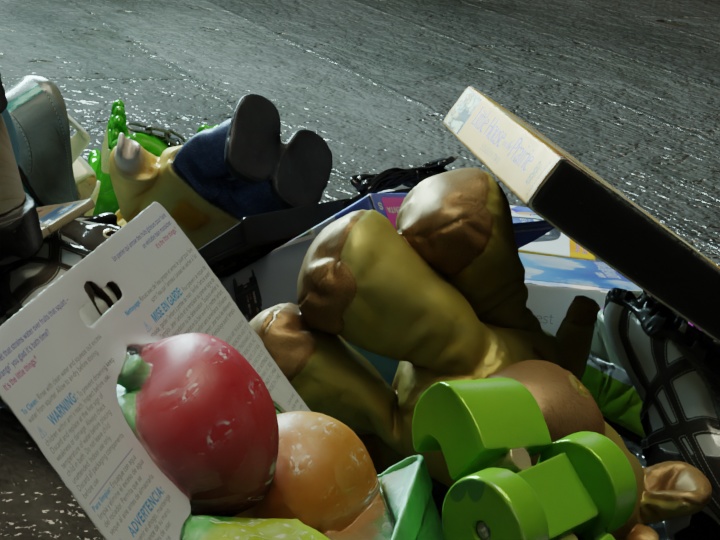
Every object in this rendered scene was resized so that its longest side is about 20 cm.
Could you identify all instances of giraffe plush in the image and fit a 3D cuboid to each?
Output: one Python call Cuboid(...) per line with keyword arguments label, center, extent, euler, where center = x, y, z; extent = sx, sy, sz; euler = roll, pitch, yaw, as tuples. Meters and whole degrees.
Cuboid(label="giraffe plush", center=(0.059, 0.076, 0.682), extent=(0.200, 0.173, 0.162), euler=(35, 11, -35))

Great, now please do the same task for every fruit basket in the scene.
Cuboid(label="fruit basket", center=(-0.047, 0.083, 0.533), extent=(0.200, 0.094, 0.185), euler=(50, 19, -7))

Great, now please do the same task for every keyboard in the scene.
Cuboid(label="keyboard", center=(-0.015, -0.027, 0.858), extent=(0.127, 0.021, 0.200), euler=(-31, -8, 31))

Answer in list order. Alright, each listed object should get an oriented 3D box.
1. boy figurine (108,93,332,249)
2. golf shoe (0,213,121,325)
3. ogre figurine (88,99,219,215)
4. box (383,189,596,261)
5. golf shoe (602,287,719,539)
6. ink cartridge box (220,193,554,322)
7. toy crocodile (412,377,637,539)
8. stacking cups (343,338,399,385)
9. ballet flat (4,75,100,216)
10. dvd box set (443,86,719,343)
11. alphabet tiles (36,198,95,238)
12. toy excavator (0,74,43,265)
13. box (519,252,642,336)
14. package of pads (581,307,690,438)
Cuboid(label="boy figurine", center=(-0.107, -0.041, 0.921), extent=(0.124, 0.065, 0.200), euler=(34, -38, -26))
Cuboid(label="golf shoe", center=(-0.150, 0.012, 0.813), extent=(0.094, 0.078, 0.200), euler=(-28, 29, -10))
Cuboid(label="ogre figurine", center=(-0.132, -0.057, 1.061), extent=(0.119, 0.200, 0.099), euler=(11, 59, -18))
Cuboid(label="box", center=(0.073, -0.022, 1.111), extent=(0.198, 0.042, 0.119), euler=(9, 18, 4))
Cuboid(label="golf shoe", center=(0.160, 0.079, 0.729), extent=(0.077, 0.095, 0.200), euler=(24, 14, -28))
Cuboid(label="ink cartridge box", center=(0.000, 0.000, 0.824), extent=(0.199, 0.042, 0.119), euler=(-26, -14, 38))
Cuboid(label="toy crocodile", center=(0.079, 0.123, 0.525), extent=(0.067, 0.062, 0.201), euler=(-15, 68, -42))
Cuboid(label="stacking cups", center=(0.003, 0.051, 0.834), extent=(0.199, 0.061, 0.060), euler=(-7, 22, -33))
Cuboid(label="ballet flat", center=(-0.190, -0.054, 0.929), extent=(0.067, 0.200, 0.064), euler=(42, 72, 14))
Cuboid(label="dvd box set", center=(0.123, -0.027, 0.750), extent=(0.146, 0.029, 0.200), euler=(34, 9, -15))
Cuboid(label="alphabet tiles", center=(-0.261, 0.008, 0.813), extent=(0.199, 0.008, 0.167), euler=(-4, 25, 44))
Cuboid(label="toy excavator", center=(-0.282, -0.052, 0.763), extent=(0.194, 0.101, 0.200), euler=(-24, 30, -23))
Cuboid(label="box", center=(0.089, 0.015, 0.970), extent=(0.198, 0.048, 0.122), euler=(6, 10, 1))
Cuboid(label="package of pads", center=(0.240, 0.068, 0.840), extent=(0.154, 0.069, 0.200), euler=(-8, 23, -35))
